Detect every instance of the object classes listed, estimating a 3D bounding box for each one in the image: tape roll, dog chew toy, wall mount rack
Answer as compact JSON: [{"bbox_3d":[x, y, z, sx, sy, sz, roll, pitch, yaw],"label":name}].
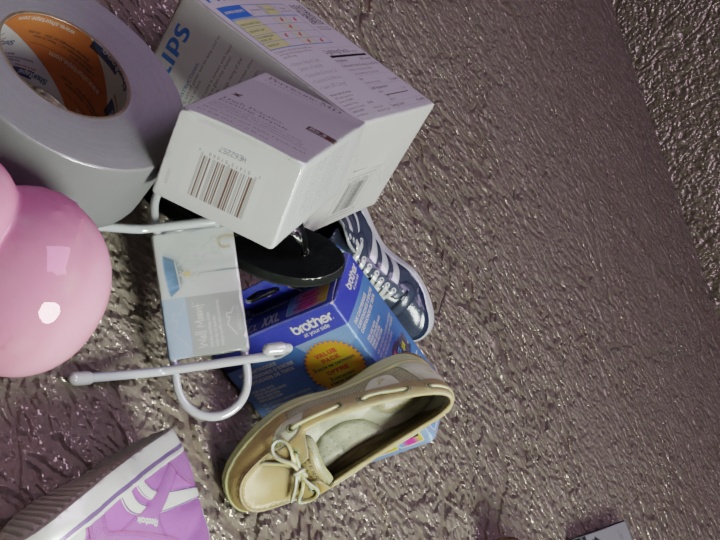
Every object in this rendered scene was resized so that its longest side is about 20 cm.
[{"bbox_3d":[-0.227,-0.127,0.960,0.199,0.066,0.202,30,33,-22],"label":"tape roll"},{"bbox_3d":[-0.254,-0.020,0.835,0.200,0.124,0.125,39,35,-30],"label":"dog chew toy"},{"bbox_3d":[-0.147,0.017,1.020,0.075,0.171,0.203,144,-63,-72],"label":"wall mount rack"}]

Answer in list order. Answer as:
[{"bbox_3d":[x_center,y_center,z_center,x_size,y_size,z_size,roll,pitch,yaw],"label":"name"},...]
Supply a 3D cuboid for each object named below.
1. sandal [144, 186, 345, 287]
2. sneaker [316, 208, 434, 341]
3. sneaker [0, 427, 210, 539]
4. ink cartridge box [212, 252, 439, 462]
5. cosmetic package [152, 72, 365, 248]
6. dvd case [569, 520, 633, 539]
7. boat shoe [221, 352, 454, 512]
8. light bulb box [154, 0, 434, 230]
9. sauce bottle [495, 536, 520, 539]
[{"bbox_3d":[-0.101,-0.047,1.105,0.199,0.048,0.075,29,43,17],"label":"sandal"},{"bbox_3d":[0.000,0.000,1.372,0.201,0.070,0.109,56,21,-5],"label":"sneaker"},{"bbox_3d":[-0.157,0.186,0.897,0.200,0.072,0.116,-24,93,-66],"label":"sneaker"},{"bbox_3d":[-0.035,0.076,1.158,0.201,0.135,0.077,54,29,-23],"label":"ink cartridge box"},{"bbox_3d":[-0.071,-0.089,1.010,0.101,0.075,0.200,26,20,4],"label":"cosmetic package"},{"bbox_3d":[0.337,0.413,1.743,0.199,0.025,0.152,8,61,-62],"label":"dvd case"},{"bbox_3d":[-0.019,0.137,1.075,0.063,0.199,0.074,41,-25,63],"label":"boat shoe"},{"bbox_3d":[-0.068,-0.152,1.218,0.199,0.125,0.198,38,22,11],"label":"light bulb box"},{"bbox_3d":[0.202,0.366,1.470,0.200,0.065,0.067,49,29,-36],"label":"sauce bottle"}]
